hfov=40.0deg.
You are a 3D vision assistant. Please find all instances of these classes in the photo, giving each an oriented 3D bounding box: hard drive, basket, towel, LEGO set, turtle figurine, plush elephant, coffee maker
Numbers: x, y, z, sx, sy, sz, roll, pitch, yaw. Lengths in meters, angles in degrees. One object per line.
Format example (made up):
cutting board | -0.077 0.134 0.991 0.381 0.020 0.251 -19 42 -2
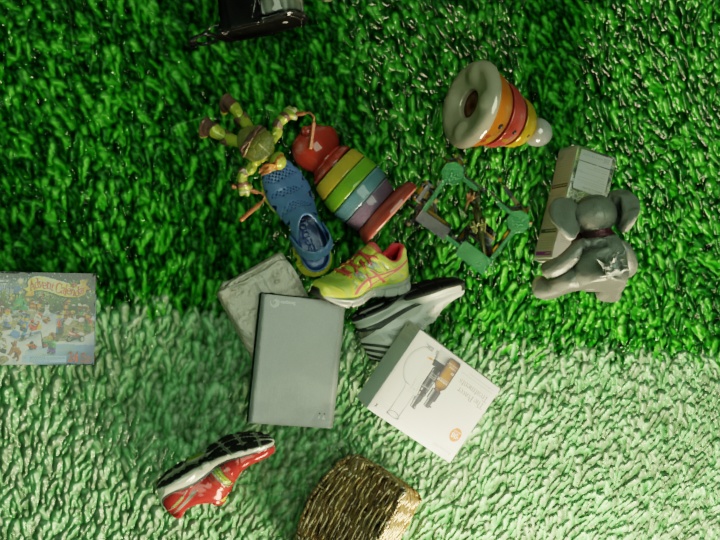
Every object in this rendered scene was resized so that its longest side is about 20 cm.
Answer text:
hard drive | -0.102 0.142 1.561 0.137 0.033 0.204 6 89 -16
basket | -0.012 0.409 1.600 0.141 0.149 0.202 27 81 20
towel | -0.134 0.085 1.585 0.131 0.034 0.203 -28 98 -13
LEGO set | 0.179 -0.098 1.625 0.198 0.116 0.155 28 108 -2
turtle figurine | -0.175 -0.192 1.533 0.160 0.064 0.202 35 92 16
plush elephant | 0.370 -0.048 1.586 0.161 0.200 0.158 1 73 -10
coffee maker | -0.188 -0.468 1.525 0.189 0.135 0.204 -12 92 -14

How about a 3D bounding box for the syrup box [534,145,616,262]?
syrup box | 0.368 -0.105 1.701 0.077 0.081 0.204 15 88 -13

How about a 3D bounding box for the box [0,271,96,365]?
box | -0.498 0.071 1.481 0.196 0.038 0.139 1 89 -16

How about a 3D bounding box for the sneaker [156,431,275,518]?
sneaker | -0.220 0.320 1.547 0.197 0.077 0.086 -25 107 -7

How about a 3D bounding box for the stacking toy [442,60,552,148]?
stacking toy | 0.249 -0.256 1.661 0.197 0.145 0.149 13 86 -30

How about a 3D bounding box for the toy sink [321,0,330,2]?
toy sink | 0.005 -0.540 1.582 0.110 0.130 0.204 2 88 -16

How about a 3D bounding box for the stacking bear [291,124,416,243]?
stacking bear | -0.026 -0.152 1.584 0.200 0.121 0.114 44 72 -1

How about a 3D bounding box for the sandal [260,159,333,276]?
sandal | -0.094 -0.088 1.572 0.079 0.087 0.202 -29 95 -12

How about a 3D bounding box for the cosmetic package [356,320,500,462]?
cosmetic package | 0.112 0.199 1.608 0.199 0.052 0.152 35 91 -28

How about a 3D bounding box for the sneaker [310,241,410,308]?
sneaker | 0.000 0.000 1.572 0.198 0.078 0.092 -14 117 -42

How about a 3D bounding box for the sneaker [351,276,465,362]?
sneaker | 0.091 0.091 1.637 0.197 0.076 0.117 -21 104 -7
